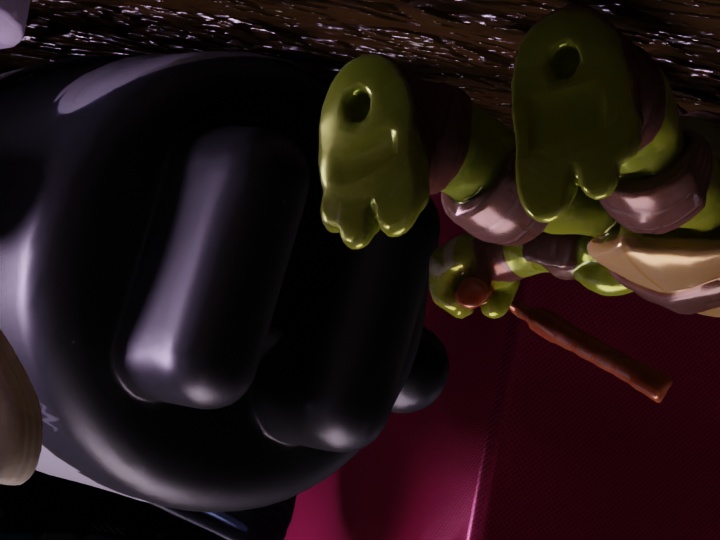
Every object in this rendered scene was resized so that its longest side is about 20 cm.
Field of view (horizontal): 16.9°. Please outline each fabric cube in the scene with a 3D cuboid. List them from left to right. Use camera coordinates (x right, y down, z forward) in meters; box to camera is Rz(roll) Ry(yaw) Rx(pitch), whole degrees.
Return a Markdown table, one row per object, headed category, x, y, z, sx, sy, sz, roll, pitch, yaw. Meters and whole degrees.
| category | x | y | z | sx | sy | sz | roll | pitch | yaw |
| --- | --- | --- | --- | --- | --- | --- | --- | --- | --- |
| fabric cube | 0.091 | 0.075 | 0.827 | 0.200 | 0.200 | 0.196 | 12 | 177 | -19 |

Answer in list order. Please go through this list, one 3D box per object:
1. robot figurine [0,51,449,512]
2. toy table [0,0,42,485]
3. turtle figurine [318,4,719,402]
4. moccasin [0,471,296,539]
| category | x | y | z | sx | sy | sz | roll | pitch | yaw |
| --- | --- | --- | --- | --- | --- | --- | --- | --- | --- |
| robot figurine | -0.061 | 0.003 | 0.677 | 0.125 | 0.150 | 0.200 | -38 | -158 | -24 |
| toy table | -0.143 | -0.028 | 0.501 | 0.183 | 0.117 | 0.200 | 9 | 176 | 22 |
| turtle figurine | 0.079 | -0.011 | 0.539 | 0.200 | 0.065 | 0.161 | 10 | 171 | 42 |
| moccasin | -0.120 | 0.063 | 0.781 | 0.200 | 0.068 | 0.081 | -1 | 143 | 3 |
